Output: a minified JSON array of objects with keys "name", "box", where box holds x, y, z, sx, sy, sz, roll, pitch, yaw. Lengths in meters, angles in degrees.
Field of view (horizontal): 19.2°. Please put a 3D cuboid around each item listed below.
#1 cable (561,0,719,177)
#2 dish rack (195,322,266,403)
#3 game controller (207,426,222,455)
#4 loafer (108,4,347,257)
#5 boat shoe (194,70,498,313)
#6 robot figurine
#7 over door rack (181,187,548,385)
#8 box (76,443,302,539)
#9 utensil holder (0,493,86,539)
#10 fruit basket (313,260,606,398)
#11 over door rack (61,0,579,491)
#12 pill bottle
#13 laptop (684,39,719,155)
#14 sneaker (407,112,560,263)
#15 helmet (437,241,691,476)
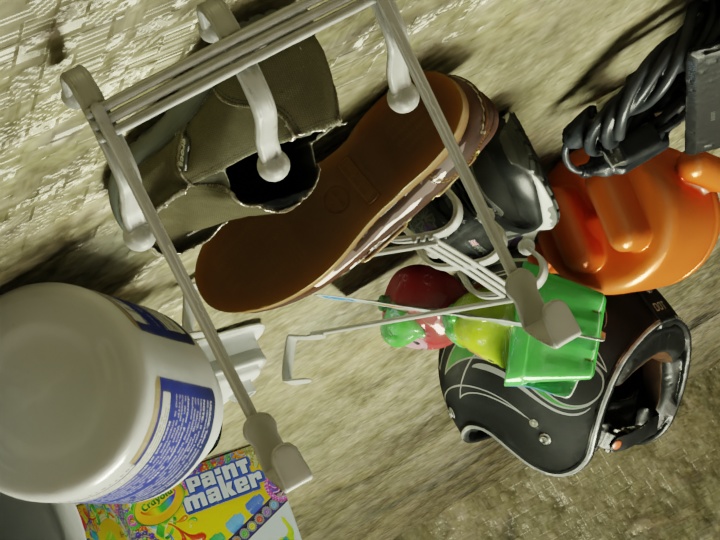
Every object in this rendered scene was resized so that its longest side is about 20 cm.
[{"name":"cable","box":[0.226,-0.142,1.440,0.200,0.051,0.163,-28,160,-30]},{"name":"dish rack","box":[-0.163,0.115,1.540,0.172,0.044,0.200,-17,163,-49]},{"name":"game controller","box":[-0.193,0.128,1.435,0.200,0.042,0.104,-20,165,9]},{"name":"loafer","box":[-0.065,-0.050,1.036,0.075,0.070,0.200,-24,166,-30]},{"name":"boat shoe","box":[-0.004,-0.038,1.228,0.200,0.070,0.070,-35,163,18]},{"name":"robot figurine","box":[0.207,-0.041,1.616,0.200,0.117,0.144,-5,122,-64]},{"name":"over door rack","box":[0.000,0.000,1.357,0.200,0.067,0.148,-22,155,22]},{"name":"box","box":[-0.125,0.240,1.510,0.122,0.193,0.200,-17,175,-30]},{"name":"utensil holder","box":[-0.290,0.198,1.281,0.200,0.170,0.170,-37,166,34]},{"name":"fruit basket","box":[0.076,0.040,1.525,0.200,0.094,0.185,3,179,6]},{"name":"over door rack","box":[-0.021,-0.025,0.918,0.148,0.200,0.067,-28,-179,-11]},{"name":"pill bottle","box":[-0.149,0.075,1.228,0.120,0.120,0.200,-32,167,7]},{"name":"laptop","box":[0.300,-0.176,1.410,0.200,0.103,0.177,-15,160,3]},{"name":"sneaker","box":[0.076,-0.040,1.420,0.087,0.076,0.200,-23,167,-6]},{"name":"helmet","box":[0.162,0.072,1.792,0.200,0.191,0.200,-35,139,-37]}]
